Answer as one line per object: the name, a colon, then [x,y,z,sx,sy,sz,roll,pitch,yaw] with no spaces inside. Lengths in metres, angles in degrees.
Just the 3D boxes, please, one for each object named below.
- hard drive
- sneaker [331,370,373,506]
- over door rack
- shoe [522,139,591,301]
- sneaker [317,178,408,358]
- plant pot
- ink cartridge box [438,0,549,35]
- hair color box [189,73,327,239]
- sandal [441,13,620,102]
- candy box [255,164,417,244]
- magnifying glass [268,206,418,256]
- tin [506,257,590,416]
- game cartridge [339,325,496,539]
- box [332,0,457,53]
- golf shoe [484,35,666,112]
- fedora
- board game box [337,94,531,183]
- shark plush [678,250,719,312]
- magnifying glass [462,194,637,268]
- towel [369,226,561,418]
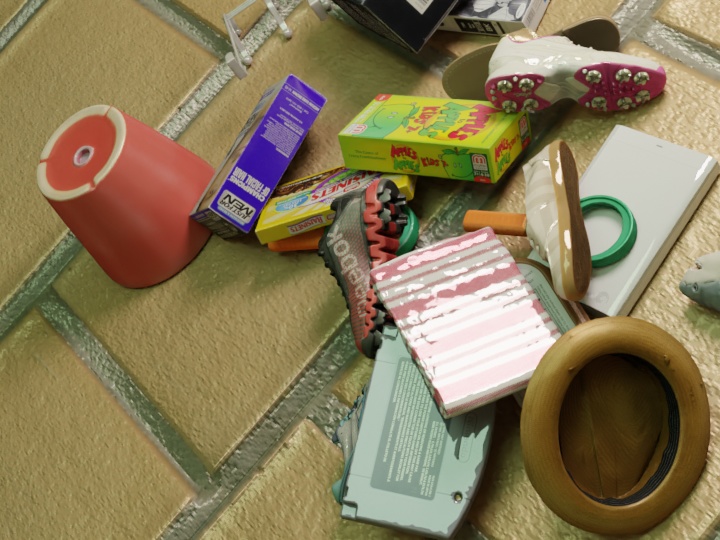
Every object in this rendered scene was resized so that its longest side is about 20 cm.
hard drive: [0.271,-0.051,1.389,0.131,0.026,0.201,27,78,41]
sneaker: [0.010,0.157,1.393,0.086,0.078,0.201,-9,57,32]
over door rack: [-0.112,-0.331,1.776,0.147,0.067,0.200,-34,28,11]
shoe: [0.198,-0.047,1.347,0.053,0.070,0.201,-18,46,22]
sneaker: [0.000,0.000,1.478,0.097,0.071,0.202,-4,80,26]
plant pot: [-0.306,-0.105,1.696,0.199,0.177,0.202,-16,55,23]
ink cartridge box: [0.144,-0.347,1.651,0.199,0.039,0.100,12,70,38]
hair color box: [-0.129,-0.140,1.650,0.201,0.065,0.109,-62,16,-13]
sandal: [0.201,-0.250,1.550,0.210,0.078,0.070,-17,21,14]
candy box: [-0.026,-0.092,1.575,0.199,0.027,0.103,-16,33,19]
magnifying glass: [-0.022,-0.041,1.566,0.199,0.022,0.080,-4,59,32]
tin: [0.181,0.074,1.342,0.112,0.042,0.201,-39,53,14]
game cartridge: [0.065,0.162,1.314,0.132,0.042,0.202,12,72,8]
box: [0.041,-0.378,1.651,0.148,0.104,0.200,-52,31,4]
golf shoe: [0.238,-0.228,1.465,0.198,0.076,0.092,1,54,5]
fedora: [0.229,0.142,1.232,0.201,0.200,0.082,-50,9,-5]
board game box: [0.085,-0.155,1.525,0.199,0.048,0.102,8,38,32]
shark plush: [0.396,0.047,1.246,0.200,0.091,0.084,43,109,22]
magnifying glass: [0.199,-0.045,1.403,0.199,0.022,0.080,7,66,34]
towel: [0.109,0.049,1.324,0.145,0.030,0.201,-20,53,-12]
